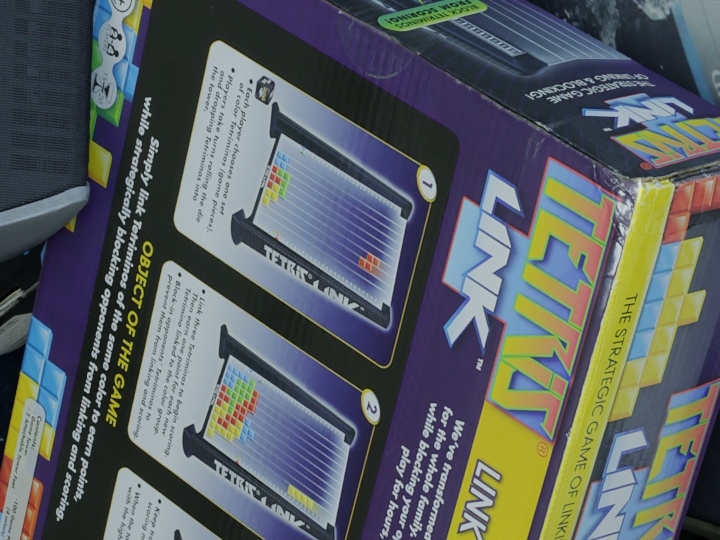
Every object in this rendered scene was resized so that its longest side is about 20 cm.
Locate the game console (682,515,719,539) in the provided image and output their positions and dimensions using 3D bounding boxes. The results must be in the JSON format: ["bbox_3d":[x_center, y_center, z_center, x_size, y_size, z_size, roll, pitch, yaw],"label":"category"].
[{"bbox_3d":[0.170,0.120,0.796,0.177,0.031,0.201,-31,85,25],"label":"game console"}]

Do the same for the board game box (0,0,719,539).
[{"bbox_3d":[-0.003,0.030,0.685,0.165,0.057,0.201,33,121,34],"label":"board game box"}]

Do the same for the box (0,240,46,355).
[{"bbox_3d":[-0.115,-0.092,0.866,0.159,0.046,0.201,-36,80,38],"label":"box"}]

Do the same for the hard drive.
[{"bbox_3d":[-0.111,-0.060,0.750,0.200,0.042,0.136,170,103,-66],"label":"hard drive"}]

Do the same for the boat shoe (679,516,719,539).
[{"bbox_3d":[0.024,0.096,0.806,0.199,0.060,0.076,-1,84,22],"label":"boat shoe"}]

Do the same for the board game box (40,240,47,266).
[{"bbox_3d":[0.000,0.000,0.757,0.158,0.039,0.200,47,132,21],"label":"board game box"}]

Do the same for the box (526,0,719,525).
[{"bbox_3d":[0.134,-0.041,0.651,0.200,0.117,0.197,14,122,59],"label":"box"}]
